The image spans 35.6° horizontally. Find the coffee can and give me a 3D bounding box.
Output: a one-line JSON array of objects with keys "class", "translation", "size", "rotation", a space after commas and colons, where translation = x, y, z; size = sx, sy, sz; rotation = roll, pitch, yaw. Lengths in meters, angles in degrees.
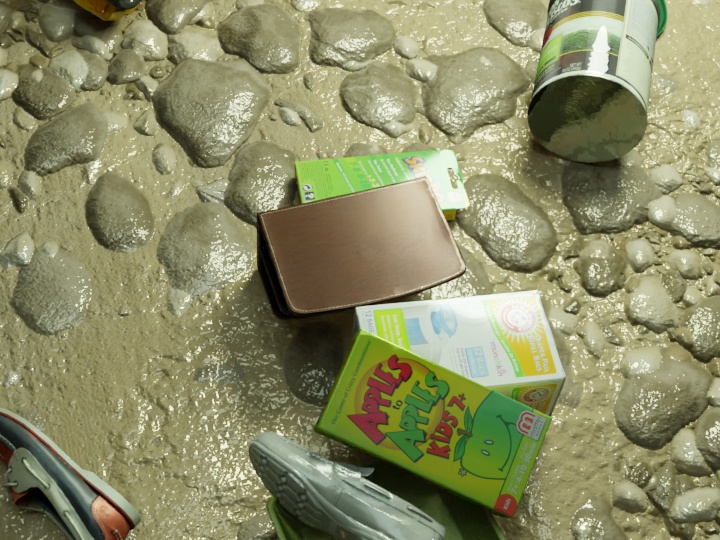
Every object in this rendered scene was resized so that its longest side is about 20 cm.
[{"class": "coffee can", "translation": [0.296, -0.258, 1.412], "size": [0.145, 0.147, 0.201], "rotation": [13, 54, 5]}]

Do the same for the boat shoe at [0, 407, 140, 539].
[{"class": "boat shoe", "translation": [-0.304, 0.203, 1.074], "size": [0.199, 0.071, 0.063], "rotation": [34, 61, 14]}]

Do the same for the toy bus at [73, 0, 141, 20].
[{"class": "toy bus", "translation": [-0.288, -0.441, 1.509], "size": [0.135, 0.201, 0.192], "rotation": [38, 24, 21]}]

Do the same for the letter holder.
[{"class": "letter holder", "translation": [0.000, 0.000, 1.229], "size": [0.199, 0.101, 0.143], "rotation": [-14, 58, -14]}]

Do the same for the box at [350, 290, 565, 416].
[{"class": "box", "translation": [0.096, 0.100, 1.159], "size": [0.198, 0.102, 0.113], "rotation": [-5, 55, -8]}]

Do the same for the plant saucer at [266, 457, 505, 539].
[{"class": "plant saucer", "translation": [0.036, 0.277, 1.058], "size": [0.199, 0.048, 0.201], "rotation": [-17, 56, -17]}]

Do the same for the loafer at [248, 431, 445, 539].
[{"class": "loafer", "translation": [-0.014, 0.209, 1.036], "size": [0.199, 0.070, 0.070], "rotation": [35, 53, 10]}]

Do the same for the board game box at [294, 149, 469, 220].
[{"class": "board game box", "translation": [0.025, -0.097, 1.346], "size": [0.198, 0.030, 0.096], "rotation": [-7, 55, -7]}]

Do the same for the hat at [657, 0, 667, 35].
[{"class": "hat", "translation": [0.354, -0.415, 1.513], "size": [0.164, 0.177, 0.201], "rotation": [13, 54, 5]}]

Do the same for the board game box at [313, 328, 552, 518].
[{"class": "board game box", "translation": [0.067, 0.144, 1.054], "size": [0.199, 0.048, 0.102], "rotation": [25, 78, -3]}]
